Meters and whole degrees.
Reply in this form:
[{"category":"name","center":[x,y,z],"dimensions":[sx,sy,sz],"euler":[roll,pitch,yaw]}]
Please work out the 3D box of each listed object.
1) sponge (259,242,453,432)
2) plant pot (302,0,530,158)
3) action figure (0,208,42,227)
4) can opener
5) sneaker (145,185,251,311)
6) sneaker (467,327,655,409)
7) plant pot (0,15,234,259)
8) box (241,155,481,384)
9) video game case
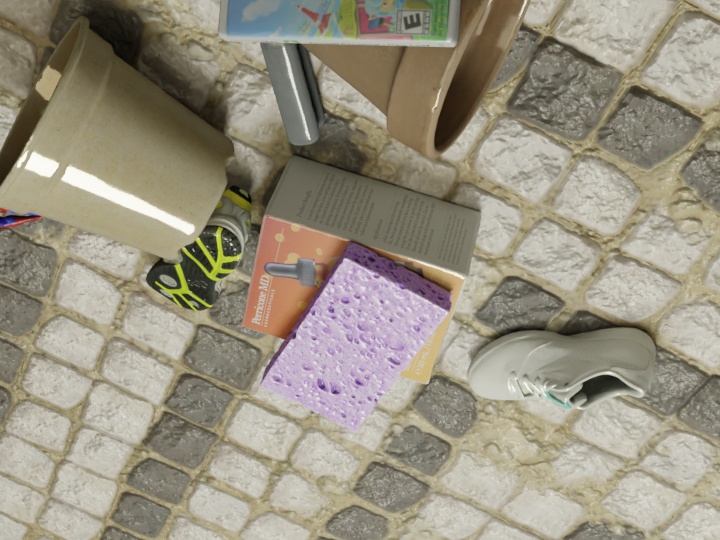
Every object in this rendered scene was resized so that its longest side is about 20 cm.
[{"category":"sponge","center":[-0.007,0.068,1.212],"dimensions":[0.112,0.030,0.200],"euler":[28,130,-8]},{"category":"plant pot","center":[0.029,-0.217,1.025],"dimensions":[0.175,0.200,0.200],"euler":[28,131,10]},{"category":"action figure","center":[-0.357,-0.077,1.324],"dimensions":[0.200,0.052,0.065],"euler":[-3,121,24]},{"category":"can opener","center":[-0.060,-0.206,1.135],"dimensions":[0.066,0.053,0.200],"euler":[1,128,14]},{"category":"sneaker","center":[-0.160,-0.019,1.304],"dimensions":[0.075,0.076,0.200],"euler":[35,147,-16]},{"category":"sneaker","center":[0.200,0.111,1.289],"dimensions":[0.200,0.089,0.075],"euler":[-11,125,24]},{"category":"plant pot","center":[-0.229,-0.107,1.189],"dimensions":[0.183,0.201,0.200],"euler":[28,130,-22]},{"category":"box","center":[0.000,0.000,1.246],"dimensions":[0.200,0.106,0.152],"euler":[17,130,2]},{"category":"video game case","center":[-0.011,-0.267,0.930],"dimensions":[0.182,0.022,0.200],"euler":[4,89,15]}]
